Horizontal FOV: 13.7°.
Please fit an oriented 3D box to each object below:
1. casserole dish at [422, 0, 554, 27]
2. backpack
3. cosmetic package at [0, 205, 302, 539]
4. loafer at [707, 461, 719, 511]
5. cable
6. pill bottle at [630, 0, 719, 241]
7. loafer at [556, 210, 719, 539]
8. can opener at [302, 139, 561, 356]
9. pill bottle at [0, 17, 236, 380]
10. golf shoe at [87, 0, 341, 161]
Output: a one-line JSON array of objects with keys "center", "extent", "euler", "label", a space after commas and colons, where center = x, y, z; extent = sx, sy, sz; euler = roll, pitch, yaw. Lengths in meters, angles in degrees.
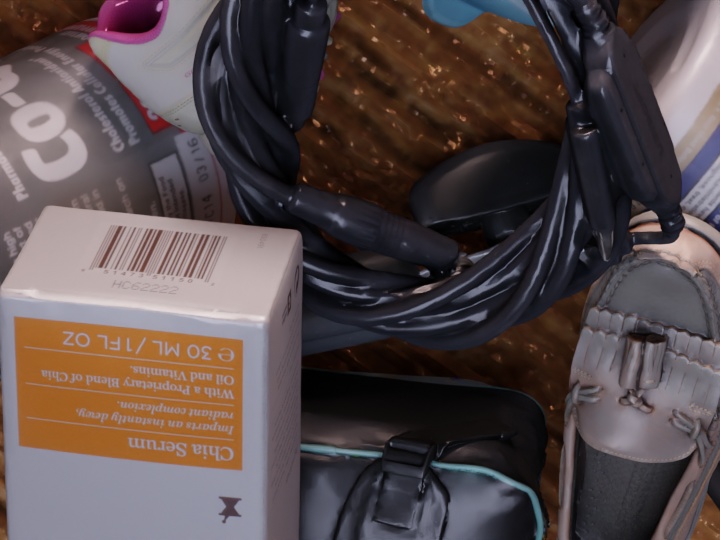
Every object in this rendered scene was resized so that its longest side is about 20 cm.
[{"center": [0.095, -0.168, 1.112], "extent": [0.039, 0.121, 0.200], "euler": [38, 100, 24], "label": "casserole dish"}, {"center": [-0.009, 0.140, 1.258], "extent": [0.175, 0.153, 0.201], "euler": [4, 107, 3], "label": "backpack"}, {"center": [-0.077, 0.083, 1.118], "extent": [0.101, 0.071, 0.201], "euler": [5, 119, 8], "label": "cosmetic package"}, {"center": [0.171, 0.067, 1.265], "extent": [0.071, 0.073, 0.200], "euler": [-31, 115, 6], "label": "loafer"}, {"center": [0.021, -0.064, 1.082], "extent": [0.163, 0.051, 0.200], "euler": [-16, 122, 18], "label": "cable"}, {"center": [0.187, -0.019, 1.193], "extent": [0.200, 0.111, 0.111], "euler": [35, 113, -12], "label": "pill bottle"}, {"center": [0.111, 0.068, 1.181], "extent": [0.072, 0.063, 0.201], "euler": [19, 136, 14], "label": "loafer"}, {"center": [0.000, 0.000, 1.217], "extent": [0.199, 0.053, 0.067], "euler": [-16, 77, -21], "label": "can opener"}, {"center": [-0.155, -0.013, 1.160], "extent": [0.114, 0.200, 0.114], "euler": [30, 134, 36], "label": "pill bottle"}, {"center": [-0.030, -0.131, 1.103], "extent": [0.091, 0.075, 0.200], "euler": [29, 115, -8], "label": "golf shoe"}]
